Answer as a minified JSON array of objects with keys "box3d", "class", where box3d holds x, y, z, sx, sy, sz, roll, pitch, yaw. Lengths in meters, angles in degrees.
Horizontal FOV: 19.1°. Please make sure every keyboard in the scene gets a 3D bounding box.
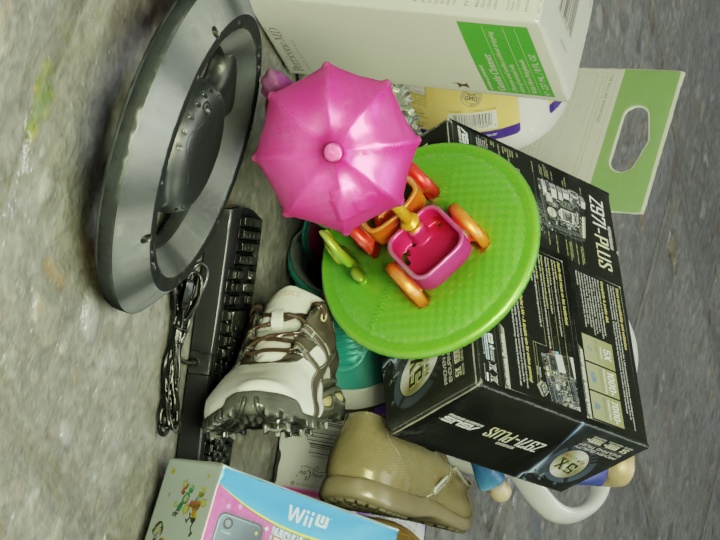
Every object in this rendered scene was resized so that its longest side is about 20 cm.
[{"box3d":[-0.096,0.059,1.360,0.127,0.020,0.202,4,93,-70],"class":"keyboard"}]

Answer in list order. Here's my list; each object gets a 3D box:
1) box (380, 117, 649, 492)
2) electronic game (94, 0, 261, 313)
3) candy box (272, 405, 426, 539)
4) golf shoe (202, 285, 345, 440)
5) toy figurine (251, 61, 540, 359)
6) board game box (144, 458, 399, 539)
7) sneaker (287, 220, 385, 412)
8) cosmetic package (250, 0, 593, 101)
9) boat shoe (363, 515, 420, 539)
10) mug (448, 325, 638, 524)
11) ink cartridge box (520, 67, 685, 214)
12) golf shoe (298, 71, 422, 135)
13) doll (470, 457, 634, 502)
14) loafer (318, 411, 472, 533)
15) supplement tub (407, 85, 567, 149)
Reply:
[{"box3d":[0.096,0.025,1.424,0.163,0.086,0.202,20,52,-38],"class":"box"},{"box3d":[-0.104,-0.072,1.224,0.200,0.041,0.202,18,90,-79],"class":"electronic game"},{"box3d":[-0.009,0.188,1.567,0.168,0.071,0.202,21,77,-69],"class":"candy box"},{"box3d":[-0.056,0.058,1.351,0.200,0.077,0.095,-9,99,-84],"class":"golf shoe"},{"box3d":[-0.005,-0.067,1.297,0.150,0.200,0.184,-42,144,0],"class":"toy figurine"},{"box3d":[-0.073,0.233,1.314,0.147,0.064,0.202,24,75,-35],"class":"board game box"},{"box3d":[0.000,0.000,1.514,0.200,0.083,0.122,-75,156,-63],"class":"sneaker"},{"box3d":[0.039,-0.177,1.370,0.108,0.198,0.086,53,47,-60],"class":"cosmetic package"},{"box3d":[-0.045,0.220,1.427,0.199,0.074,0.070,-14,123,-35],"class":"boat shoe"},{"box3d":[0.145,0.118,1.803,0.175,0.147,0.201,-33,94,-51],"class":"mug"},{"box3d":[0.148,-0.096,1.693,0.048,0.198,0.146,65,38,-51],"class":"ink cartridge box"},{"box3d":[0.006,-0.081,1.512,0.078,0.097,0.200,-52,122,-21],"class":"golf shoe"},{"box3d":[0.113,0.096,1.505,0.199,0.048,0.138,17,70,-41],"class":"doll"},{"box3d":[0.033,0.137,1.454,0.200,0.075,0.068,28,73,-71],"class":"loafer"},{"box3d":[0.075,-0.198,1.538,0.146,0.144,0.201,-59,150,-46],"class":"supplement tub"}]
